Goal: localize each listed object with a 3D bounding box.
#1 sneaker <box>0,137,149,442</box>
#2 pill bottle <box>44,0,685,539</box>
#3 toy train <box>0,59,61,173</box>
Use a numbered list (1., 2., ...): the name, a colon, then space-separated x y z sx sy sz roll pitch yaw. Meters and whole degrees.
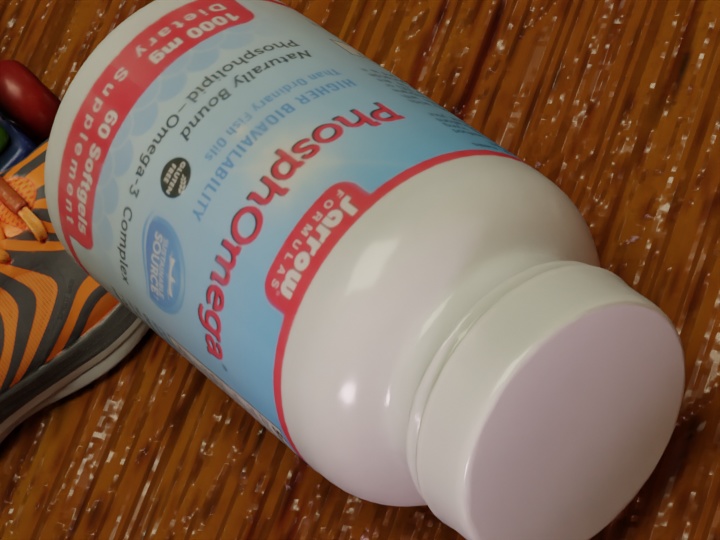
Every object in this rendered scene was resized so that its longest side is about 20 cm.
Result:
1. sneaker: -0.139 0.002 0.891 0.200 0.112 0.077 -50 49 -6
2. pill bottle: 0.000 0.000 0.808 0.109 0.109 0.200 -49 48 -5
3. toy train: -0.200 -0.095 0.990 0.085 0.116 0.200 -44 48 -2
